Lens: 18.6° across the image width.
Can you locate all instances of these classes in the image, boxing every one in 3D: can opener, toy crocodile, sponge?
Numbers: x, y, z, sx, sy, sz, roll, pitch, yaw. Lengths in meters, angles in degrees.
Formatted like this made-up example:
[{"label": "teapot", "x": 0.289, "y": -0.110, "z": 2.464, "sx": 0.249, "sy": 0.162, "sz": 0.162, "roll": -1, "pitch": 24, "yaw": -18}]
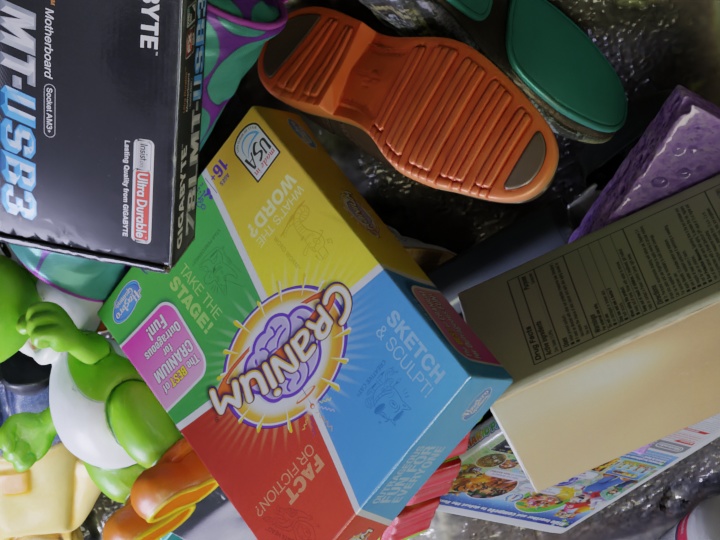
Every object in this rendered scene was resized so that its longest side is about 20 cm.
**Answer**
[{"label": "can opener", "x": 0.109, "y": -0.022, "z": 1.228, "sx": 0.199, "sy": 0.067, "sz": 0.053, "roll": -34, "pitch": 134, "yaw": 12}, {"label": "toy crocodile", "x": 0.030, "y": 0.113, "z": 1.289, "sx": 0.067, "sy": 0.062, "sz": 0.201, "roll": -16, "pitch": 147, "yaw": -29}, {"label": "sponge", "x": 0.163, "y": 0.005, "z": 1.199, "sx": 0.111, "sy": 0.030, "sz": 0.201, "roll": 23, "pitch": 116, "yaw": -23}]

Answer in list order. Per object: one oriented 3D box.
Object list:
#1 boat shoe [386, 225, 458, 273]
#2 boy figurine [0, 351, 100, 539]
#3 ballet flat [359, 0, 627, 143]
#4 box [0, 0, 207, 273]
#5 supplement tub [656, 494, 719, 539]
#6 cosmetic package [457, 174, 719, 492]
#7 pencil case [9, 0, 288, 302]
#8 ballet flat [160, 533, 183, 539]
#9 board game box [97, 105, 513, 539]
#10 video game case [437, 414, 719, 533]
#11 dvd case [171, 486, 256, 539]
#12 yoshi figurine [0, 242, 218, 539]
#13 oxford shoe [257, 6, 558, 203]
[{"label": "boat shoe", "x": 0.000, "y": 0.000, "z": 1.267, "sx": 0.199, "sy": 0.069, "sz": 0.071, "roll": 21, "pitch": 102, "yaw": -45}, {"label": "boy figurine", "x": -0.211, "y": 0.127, "z": 1.344, "sx": 0.123, "sy": 0.065, "sz": 0.201, "roll": -6, "pitch": 127, "yaw": -6}, {"label": "ballet flat", "x": 0.059, "y": -0.130, "z": 1.173, "sx": 0.072, "sy": 0.072, "sz": 0.200, "roll": -39, "pitch": 124, "yaw": 23}, {"label": "box", "x": -0.175, "y": -0.112, "z": 1.093, "sx": 0.197, "sy": 0.050, "sz": 0.201, "roll": 12, "pitch": 118, "yaw": 12}, {"label": "supplement tub", "x": 0.211, "y": 0.256, "z": 1.458, "sx": 0.140, "sy": 0.141, "sz": 0.200, "roll": 30, "pitch": 120, "yaw": -29}, {"label": "cosmetic package", "x": 0.158, "y": 0.023, "z": 1.131, "sx": 0.199, "sy": 0.105, "sz": 0.071, "roll": -24, "pitch": 122, "yaw": 9}, {"label": "pencil case", "x": -0.113, "y": -0.083, "z": 1.165, "sx": 0.092, "sy": 0.085, "sz": 0.201, "roll": 8, "pitch": 129, "yaw": -35}, {"label": "ballet flat", "x": -0.066, "y": 0.092, "z": 1.337, "sx": 0.200, "sy": 0.072, "sz": 0.072, "roll": -41, "pitch": 124, "yaw": 22}, {"label": "board game box", "x": -0.033, "y": 0.038, "z": 1.133, "sx": 0.040, "sy": 0.200, "sz": 0.153, "roll": 8, "pitch": 126, "yaw": -53}, {"label": "video game case", "x": 0.137, "y": 0.105, "z": 1.351, "sx": 0.143, "sy": 0.018, "sz": 0.200, "roll": 14, "pitch": 141, "yaw": -37}, {"label": "dvd case", "x": -0.036, "y": 0.127, "z": 1.331, "sx": 0.148, "sy": 0.016, "sz": 0.200, "roll": -34, "pitch": 152, "yaw": 8}, {"label": "yoshi figurine", "x": -0.169, "y": 0.061, "z": 1.210, "sx": 0.112, "sy": 0.201, "sz": 0.112, "roll": -36, "pitch": 168, "yaw": 6}, {"label": "oxford shoe", "x": 0.035, "y": -0.079, "z": 1.138, "sx": 0.072, "sy": 0.200, "sz": 0.073, "roll": -56, "pitch": 139, "yaw": -2}]
